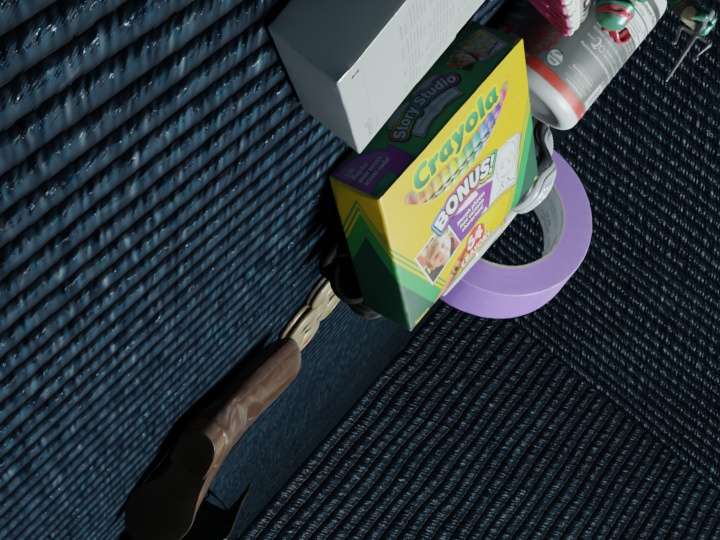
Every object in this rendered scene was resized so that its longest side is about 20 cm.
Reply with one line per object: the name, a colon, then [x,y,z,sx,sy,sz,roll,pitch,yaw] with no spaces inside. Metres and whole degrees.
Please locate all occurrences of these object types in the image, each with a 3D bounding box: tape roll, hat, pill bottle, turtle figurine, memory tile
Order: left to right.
hat: [-0.201,0.286,1.697,0.201,0.081,0.201,-48,-178,3]
memory tile: [-0.036,0.028,1.680,0.200,0.017,0.153,-54,174,18]
tape roll: [0.146,-0.052,1.681,0.200,0.200,0.066,-48,173,-28]
pill bottle: [0.209,-0.240,1.434,0.200,0.116,0.116,-51,174,-3]
turtle figurine: [0.244,-0.272,1.324,0.150,0.100,0.201,39,63,-51]

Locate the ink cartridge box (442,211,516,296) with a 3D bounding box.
ink cartridge box: [0.077,-0.055,1.544,0.067,0.117,0.200,-52,175,35]

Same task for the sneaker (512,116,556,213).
sneaker: [0.134,-0.157,1.567,0.075,0.113,0.201,-37,-142,31]

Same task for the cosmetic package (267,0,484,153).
cosmetic package: [0.023,-0.151,0.850,0.151,0.052,0.200,-53,174,-3]

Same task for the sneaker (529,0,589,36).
sneaker: [0.176,-0.257,1.268,0.087,0.074,0.200,-45,169,-3]

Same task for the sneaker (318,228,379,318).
sneaker: [0.000,0.000,1.448,0.088,0.074,0.200,-49,169,-25]

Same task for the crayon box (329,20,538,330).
crayon box: [0.068,-0.079,1.307,0.200,0.058,0.173,-49,149,-24]

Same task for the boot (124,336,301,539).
boot: [-0.141,0.166,1.540,0.187,0.064,0.200,-53,179,35]
